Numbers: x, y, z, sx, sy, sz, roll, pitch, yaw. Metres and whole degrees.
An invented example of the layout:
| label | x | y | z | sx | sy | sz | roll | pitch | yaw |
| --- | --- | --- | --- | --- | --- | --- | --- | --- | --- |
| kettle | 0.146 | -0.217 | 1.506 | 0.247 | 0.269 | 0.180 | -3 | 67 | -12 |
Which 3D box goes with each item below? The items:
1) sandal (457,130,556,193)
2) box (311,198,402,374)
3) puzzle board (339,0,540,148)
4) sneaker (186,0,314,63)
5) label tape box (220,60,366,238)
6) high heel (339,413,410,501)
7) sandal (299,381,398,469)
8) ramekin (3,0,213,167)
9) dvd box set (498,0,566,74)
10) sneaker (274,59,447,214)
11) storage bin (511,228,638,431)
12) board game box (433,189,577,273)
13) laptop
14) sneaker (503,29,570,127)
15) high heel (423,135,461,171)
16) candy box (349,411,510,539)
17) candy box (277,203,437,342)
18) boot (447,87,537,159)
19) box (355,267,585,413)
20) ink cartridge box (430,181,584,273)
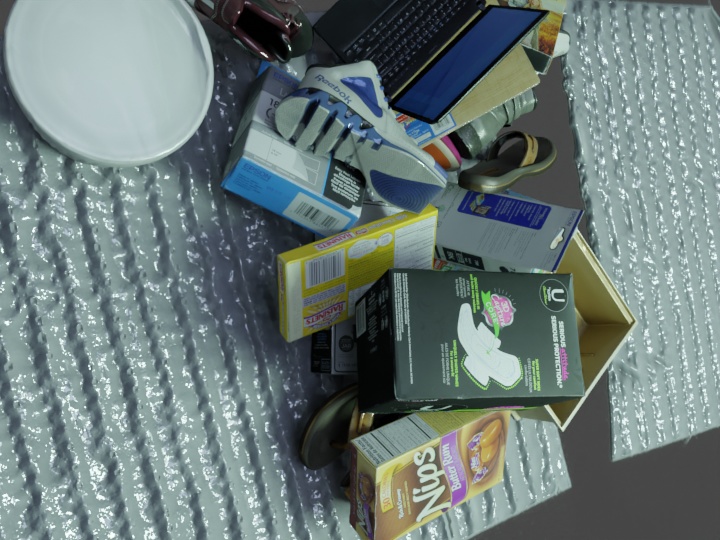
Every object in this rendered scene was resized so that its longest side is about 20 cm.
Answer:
| label | x | y | z | sx | sy | sz | roll | pitch | yaw |
| --- | --- | --- | --- | --- | --- | --- | --- | --- | --- |
| sandal | 0.194 | -0.152 | 1.016 | 0.198 | 0.081 | 0.056 | -25 | 120 | -41 |
| box | 0.004 | 0.021 | 0.930 | 0.114 | 0.060 | 0.206 | 3 | 84 | -28 |
| puzzle board | 0.093 | -0.241 | 0.920 | 0.197 | 0.017 | 0.153 | -28 | 85 | -4 |
| sneaker | -0.094 | -0.250 | 0.836 | 0.076 | 0.116 | 0.198 | -53 | 153 | 18 |
| label tape box | -0.059 | -0.153 | 0.864 | 0.142 | 0.063 | 0.204 | 25 | 53 | -21 |
| high heel | 0.047 | 0.185 | 0.930 | 0.140 | 0.071 | 0.206 | 8 | 90 | -34 |
| sandal | 0.017 | 0.165 | 0.879 | 0.197 | 0.055 | 0.083 | -29 | 132 | -5 |
| ramekin | -0.255 | -0.199 | 0.787 | 0.197 | 0.094 | 0.209 | 3 | 84 | -28 |
| dvd box set | 0.194 | -0.345 | 1.011 | 0.143 | 0.030 | 0.202 | 24 | 49 | 1 |
| sneaker | 0.013 | -0.159 | 0.822 | 0.196 | 0.080 | 0.117 | 30 | 53 | -18 |
| storage bin | 0.241 | 0.064 | 1.038 | 0.200 | 0.093 | 0.200 | -45 | 107 | -24 |
| board game box | 0.166 | -0.017 | 0.983 | 0.200 | 0.133 | 0.035 | -46 | 139 | -24 |
| laptop | 0.071 | -0.278 | 0.863 | 0.177 | 0.103 | 0.200 | -43 | 86 | -6 |
| sneaker | 0.209 | -0.261 | 1.070 | 0.196 | 0.075 | 0.119 | -16 | 100 | -20 |
| high heel | 0.063 | -0.212 | 0.984 | 0.199 | 0.067 | 0.098 | 37 | 56 | -27 |
| candy box | 0.080 | 0.218 | 0.880 | 0.196 | 0.056 | 0.120 | -17 | 122 | -30 |
| candy box | 0.000 | 0.000 | 0.853 | 0.196 | 0.026 | 0.104 | -20 | 132 | -28 |
| boot | 0.128 | -0.255 | 0.989 | 0.130 | 0.068 | 0.201 | -41 | 100 | -9 |
| box | 0.105 | 0.077 | 0.797 | 0.194 | 0.149 | 0.128 | 2 | 75 | -14 |
| ink cartridge box | 0.167 | -0.046 | 0.952 | 0.100 | 0.196 | 0.040 | -55 | 142 | -24 |
